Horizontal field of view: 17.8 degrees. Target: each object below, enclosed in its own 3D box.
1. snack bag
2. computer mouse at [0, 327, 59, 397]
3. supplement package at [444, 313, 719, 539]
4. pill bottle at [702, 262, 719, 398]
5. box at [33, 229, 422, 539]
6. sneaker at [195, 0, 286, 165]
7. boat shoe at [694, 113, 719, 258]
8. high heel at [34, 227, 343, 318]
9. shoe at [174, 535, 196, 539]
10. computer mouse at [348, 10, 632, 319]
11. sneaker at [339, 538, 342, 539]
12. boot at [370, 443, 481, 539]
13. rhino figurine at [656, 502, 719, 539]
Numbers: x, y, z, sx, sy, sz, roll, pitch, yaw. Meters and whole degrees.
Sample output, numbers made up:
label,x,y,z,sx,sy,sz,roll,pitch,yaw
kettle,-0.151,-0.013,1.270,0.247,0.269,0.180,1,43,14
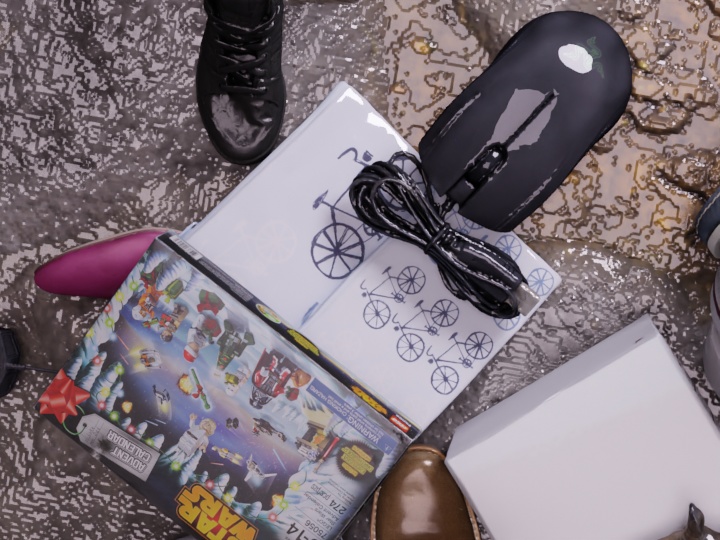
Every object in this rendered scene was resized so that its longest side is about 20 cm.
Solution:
label,x,y,z,sx,sy,sz,roll,pitch,yaw
snack bag,0.000,0.000,1.455,0.200,0.021,0.189,46,72,-1
computer mouse,-0.215,0.059,1.509,0.199,0.034,0.059,8,102,-3
supplement package,0.169,0.154,1.420,0.151,0.151,0.200,-31,90,6
pill bottle,0.271,0.001,1.378,0.109,0.200,0.110,4,52,-5
box,-0.082,0.090,1.407,0.200,0.040,0.137,38,104,4
sneaker,-0.076,-0.166,1.447,0.060,0.104,0.201,4,93,4
boat shoe,0.271,-0.096,1.436,0.062,0.075,0.200,40,90,18
high heel,-0.106,0.020,1.474,0.199,0.067,0.097,-9,81,1
shoe,-0.159,0.250,1.457,0.200,0.091,0.072,-41,90,19
computer mouse,0.101,-0.081,1.443,0.138,0.053,0.200,38,81,-1
sneaker,-0.050,0.164,1.472,0.074,0.082,0.201,-19,93,3
boot,0.041,0.212,1.472,0.073,0.075,0.201,-1,91,6
rhino figurine,0.173,0.207,1.317,0.087,0.060,0.200,36,94,13
